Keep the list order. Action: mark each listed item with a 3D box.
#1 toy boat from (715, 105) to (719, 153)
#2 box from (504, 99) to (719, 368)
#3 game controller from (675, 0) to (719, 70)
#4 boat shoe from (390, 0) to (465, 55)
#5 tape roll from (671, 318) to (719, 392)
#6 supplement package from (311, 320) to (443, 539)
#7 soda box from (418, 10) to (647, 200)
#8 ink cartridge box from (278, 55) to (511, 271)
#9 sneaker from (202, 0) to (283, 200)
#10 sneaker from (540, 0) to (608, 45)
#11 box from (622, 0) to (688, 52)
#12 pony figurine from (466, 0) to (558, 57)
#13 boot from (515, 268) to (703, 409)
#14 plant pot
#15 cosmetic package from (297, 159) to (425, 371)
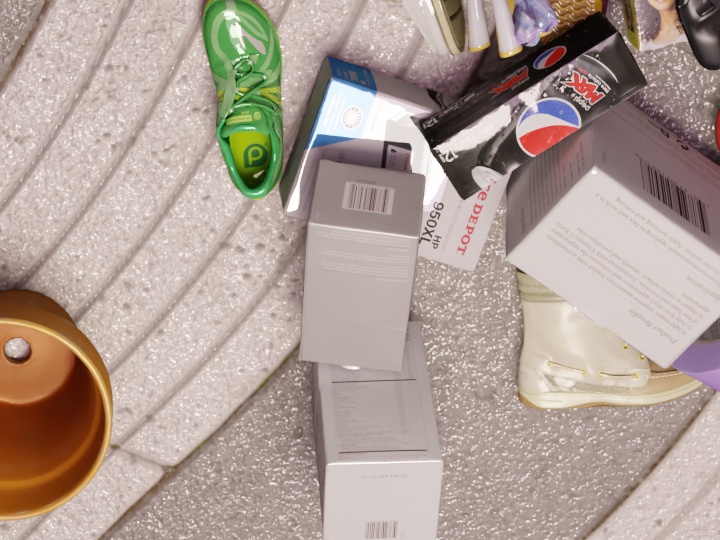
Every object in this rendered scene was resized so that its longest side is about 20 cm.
[{"bbox_3d":[0.414,-0.143,1.692,0.130,0.131,0.200,32,140,-1],"label":"toy boat"},{"bbox_3d":[0.249,-0.051,1.689,0.198,0.200,0.131,33,120,-17],"label":"box"},{"bbox_3d":[0.387,-0.276,1.697,0.200,0.042,0.105,-36,131,-10],"label":"game controller"},{"bbox_3d":[0.039,-0.288,1.671,0.068,0.075,0.201,-15,114,21],"label":"boat shoe"},{"bbox_3d":[0.382,0.023,1.735,0.085,0.200,0.200,26,106,-28],"label":"tape roll"},{"bbox_3d":[0.013,0.154,1.740,0.113,0.201,0.110,-1,129,-5],"label":"supplement package"},{"bbox_3d":[0.156,-0.151,1.634,0.199,0.071,0.063,-32,116,7],"label":"soda box"},{"bbox_3d":[0.038,-0.102,1.724,0.199,0.084,0.145,17,108,-12],"label":"ink cartridge box"},{"bbox_3d":[-0.104,-0.161,1.688,0.074,0.084,0.201,-10,110,-2],"label":"sneaker"},{"bbox_3d":[0.205,-0.307,1.666,0.075,0.090,0.201,14,114,10],"label":"sneaker"},{"bbox_3d":[0.278,-0.314,1.691,0.075,0.050,0.201,-14,110,-1],"label":"box"},{"bbox_3d":[0.111,-0.295,1.596,0.166,0.193,0.201,-22,104,-8],"label":"pony figurine"},{"bbox_3d":[0.255,0.056,1.811,0.199,0.072,0.156,-5,108,-4],"label":"boot"},{"bbox_3d":[-0.334,0.108,1.708,0.199,0.183,0.201,-2,110,-6],"label":"plant pot"},{"bbox_3d":[0.000,0.000,1.676,0.106,0.091,0.201,8,141,0],"label":"cosmetic package"}]
